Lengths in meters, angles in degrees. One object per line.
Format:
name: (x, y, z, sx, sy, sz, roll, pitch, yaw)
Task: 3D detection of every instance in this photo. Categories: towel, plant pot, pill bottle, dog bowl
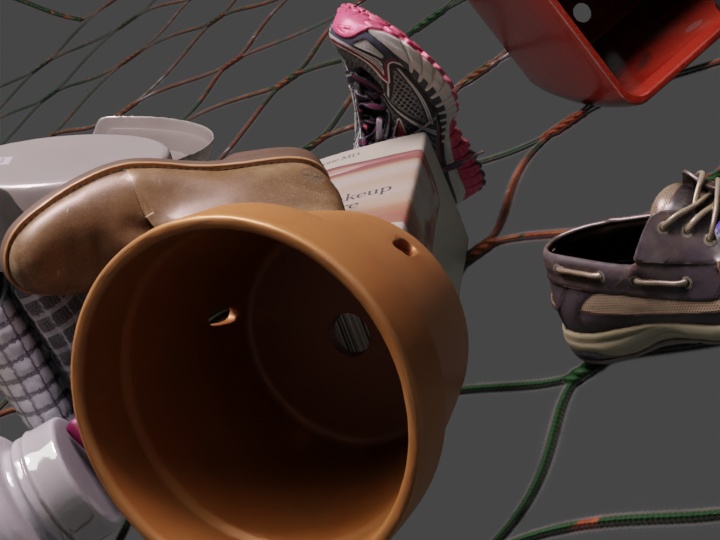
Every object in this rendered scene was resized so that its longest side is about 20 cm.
towel: (-0.186, 0.052, 1.463, 0.086, 0.166, 0.200, -30, 18, 1)
plant pot: (-0.032, 0.052, 1.173, 0.200, 0.200, 0.140, -24, 3, 30)
pill bottle: (-0.245, 0.172, 1.344, 0.200, 0.109, 0.109, -32, 18, 7)
plant pot: (0.164, -0.232, 1.560, 0.200, 0.200, 0.176, -40, 5, -18)
dog bowl: (-0.190, -0.049, 1.409, 0.200, 0.059, 0.200, -4, 15, 1)

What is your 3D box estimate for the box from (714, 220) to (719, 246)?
box: (0.286, -0.051, 0.975, 0.184, 0.105, 0.200, -15, 25, 46)

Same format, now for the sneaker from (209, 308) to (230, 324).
sneaker: (-0.090, 0.032, 1.342, 0.085, 0.078, 0.200, 18, 45, 9)

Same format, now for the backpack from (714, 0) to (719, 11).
backpack: (0.265, -0.229, 1.366, 0.200, 0.150, 0.178, -100, 26, -64)

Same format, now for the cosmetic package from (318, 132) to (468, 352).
cosmetic package: (0.000, 0.000, 1.359, 0.103, 0.087, 0.200, -16, 21, 13)

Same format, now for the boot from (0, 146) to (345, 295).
boot: (-0.105, -0.021, 1.273, 0.200, 0.074, 0.075, -13, 31, -12)

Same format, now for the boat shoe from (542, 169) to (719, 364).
boat shoe: (0.169, -0.007, 1.121, 0.200, 0.073, 0.075, -19, 23, 40)

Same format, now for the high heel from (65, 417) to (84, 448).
high heel: (-0.106, 0.058, 1.394, 0.200, 0.096, 0.067, -65, -1, -56)

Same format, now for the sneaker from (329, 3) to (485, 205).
sneaker: (0.023, -0.093, 1.459, 0.075, 0.200, 0.081, -41, 49, -12)
